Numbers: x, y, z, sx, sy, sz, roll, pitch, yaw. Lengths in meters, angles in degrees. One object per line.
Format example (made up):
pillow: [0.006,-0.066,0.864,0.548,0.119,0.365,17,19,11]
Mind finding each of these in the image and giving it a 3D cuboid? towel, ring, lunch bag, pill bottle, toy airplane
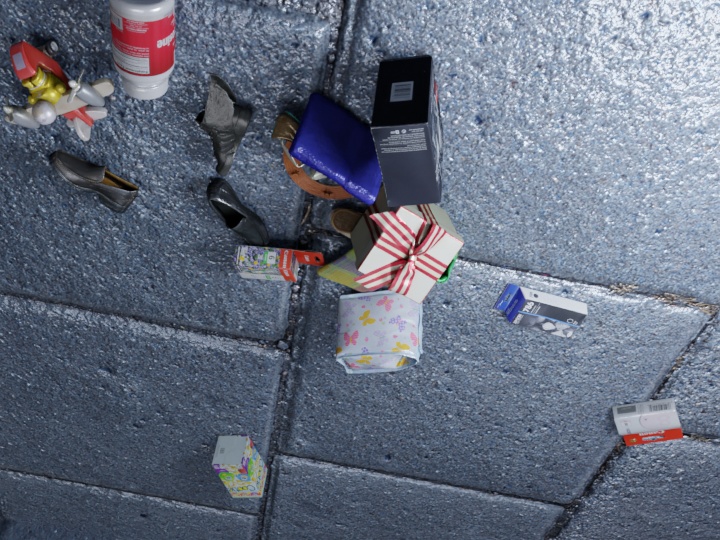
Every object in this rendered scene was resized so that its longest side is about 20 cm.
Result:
towel: [0.000,0.000,1.889,0.142,0.023,0.199,23,154,-22]
towel: [-0.038,-0.233,1.612,0.199,0.149,0.049,31,153,-23]
ring: [-0.063,-0.219,1.718,0.197,0.019,0.202,4,137,4]
lunch bag: [0.051,0.147,1.968,0.197,0.172,0.127,-8,152,17]
pill bottle: [-0.388,-0.412,1.494,0.110,0.113,0.201,11,138,-3]
toy airplane: [-0.583,-0.322,1.602,0.196,0.143,0.201,20,136,-13]

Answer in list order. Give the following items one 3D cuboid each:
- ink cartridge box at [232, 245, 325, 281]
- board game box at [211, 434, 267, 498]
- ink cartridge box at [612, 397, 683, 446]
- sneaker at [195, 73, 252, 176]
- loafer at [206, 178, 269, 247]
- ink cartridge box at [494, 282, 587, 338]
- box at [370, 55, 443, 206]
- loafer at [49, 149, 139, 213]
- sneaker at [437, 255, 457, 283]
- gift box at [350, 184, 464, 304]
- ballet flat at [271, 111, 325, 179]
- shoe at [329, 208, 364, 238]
ink cartridge box: [-0.183,-0.012,1.906,0.196,0.051,0.109,5,165,5]
board game box: [-0.372,0.611,2.596,0.101,0.106,0.202,-4,137,13]
ink cartridge box: [0.779,0.426,2.251,0.160,0.058,0.201,-13,129,21]
sneaker: [-0.282,-0.283,1.658,0.103,0.061,0.201,21,131,-15]
loafer: [-0.271,-0.111,1.828,0.067,0.071,0.201,-16,133,26]
ink cartridge box: [0.421,0.096,1.962,0.197,0.040,0.100,15,138,-6]
box: [0.090,-0.253,1.522,0.102,0.202,0.184,-3,137,11]
loafer: [-0.566,-0.203,1.787,0.072,0.074,0.199,-36,132,27]
sneaker: [0.155,-0.003,1.865,0.073,0.084,0.201,20,137,-13]
gift box: [0.076,-0.058,1.705,0.198,0.187,0.186,22,112,-19]
ballet flat: [-0.096,-0.226,1.642,0.199,0.073,0.068,37,174,-27]
shoe: [0.019,-0.087,1.827,0.198,0.071,0.053,25,180,-22]
